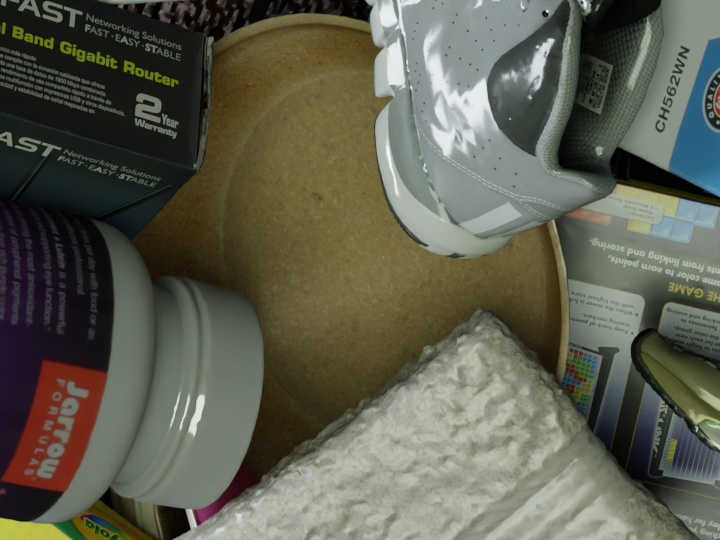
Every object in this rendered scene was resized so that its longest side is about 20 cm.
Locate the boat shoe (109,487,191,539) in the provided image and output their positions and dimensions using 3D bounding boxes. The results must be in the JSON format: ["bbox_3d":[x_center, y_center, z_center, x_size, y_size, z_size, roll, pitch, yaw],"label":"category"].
[{"bbox_3d":[-0.078,0.132,1.198,0.065,0.072,0.201,-10,95,31],"label":"boat shoe"}]

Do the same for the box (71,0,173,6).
[{"bbox_3d":[-0.093,-0.158,1.113,0.199,0.101,0.113,-3,102,9],"label":"box"}]

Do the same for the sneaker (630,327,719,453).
[{"bbox_3d":[0.196,0.048,1.090,0.199,0.077,0.089,21,93,-3],"label":"sneaker"}]

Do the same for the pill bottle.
[{"bbox_3d":[-0.140,0.028,1.052,0.199,0.111,0.112,12,107,-26],"label":"pill bottle"}]

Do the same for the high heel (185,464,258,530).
[{"bbox_3d":[0.006,0.135,1.139,0.096,0.067,0.200,-27,92,2],"label":"high heel"}]

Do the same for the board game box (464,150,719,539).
[{"bbox_3d":[0.135,0.049,1.155,0.199,0.057,0.166,14,107,4],"label":"board game box"}]

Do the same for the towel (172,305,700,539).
[{"bbox_3d":[0.011,0.118,1.081,0.200,0.034,0.133,-38,103,15],"label":"towel"}]

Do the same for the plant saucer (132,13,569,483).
[{"bbox_3d":[0.000,0.000,1.127,0.200,0.035,0.201,11,109,32],"label":"plant saucer"}]

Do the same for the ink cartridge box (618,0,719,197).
[{"bbox_3d":[0.114,-0.116,1.051,0.200,0.085,0.145,30,109,42],"label":"ink cartridge box"}]

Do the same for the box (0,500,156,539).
[{"bbox_3d":[-0.182,0.097,1.135,0.200,0.048,0.117,38,109,-4],"label":"box"}]

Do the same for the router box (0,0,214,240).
[{"bbox_3d":[-0.173,-0.053,1.091,0.199,0.062,0.150,15,147,-23],"label":"router box"}]

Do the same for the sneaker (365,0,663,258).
[{"bbox_3d":[0.050,-0.111,1.002,0.115,0.075,0.201,-15,87,48],"label":"sneaker"}]
